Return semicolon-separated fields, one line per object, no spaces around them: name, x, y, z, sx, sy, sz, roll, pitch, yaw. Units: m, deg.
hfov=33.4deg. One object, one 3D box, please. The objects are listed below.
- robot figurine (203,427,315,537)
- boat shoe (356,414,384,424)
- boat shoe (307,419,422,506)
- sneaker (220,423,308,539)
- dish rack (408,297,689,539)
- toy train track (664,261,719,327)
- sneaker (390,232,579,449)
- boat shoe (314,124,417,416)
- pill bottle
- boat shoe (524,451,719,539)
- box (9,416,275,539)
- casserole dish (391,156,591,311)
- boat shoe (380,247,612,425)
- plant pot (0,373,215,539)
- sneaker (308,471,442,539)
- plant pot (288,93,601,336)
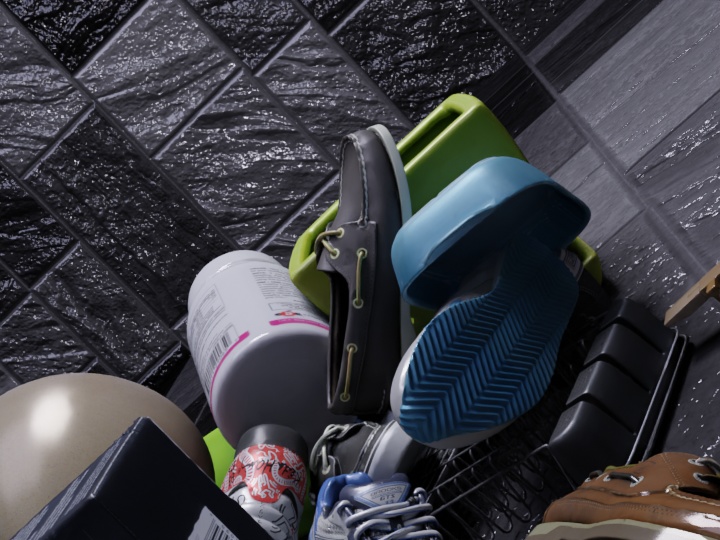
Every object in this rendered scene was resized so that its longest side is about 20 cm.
robot figurine;-0.090;0.183;1.027;0.200;0.116;0.175;-36;6;41
boat shoe;-0.008;0.123;1.098;0.069;0.084;0.200;-27;-14;-25
boat shoe;-0.006;0.140;0.820;0.071;0.064;0.200;-58;-5;-24
sneaker;-0.081;0.212;0.826;0.108;0.067;0.202;-81;4;-55
dish rack;0.098;0.105;0.732;0.200;0.055;0.153;-40;7;41
toy train track;0.239;-0.013;0.725;0.115;0.033;0.200;-48;0;25
sneaker;0.069;0.053;0.716;0.081;0.077;0.200;-48;-4;35
boat shoe;0.000;0.000;0.829;0.060;0.202;0.072;-5;1;-17
pill bottle;-0.076;0.060;0.954;0.113;0.113;0.200;-44;26;3
boat shoe;0.130;0.105;0.492;0.068;0.072;0.200;-48;9;-19
box;-0.137;0.233;0.702;0.197;0.200;0.124;-42;8;13
casserole dish;0.085;-0.024;0.798;0.121;0.039;0.200;-41;-19;14
boat shoe;0.097;0.069;0.855;0.200;0.066;0.070;-46;10;19
plant pot;-0.202;0.194;0.854;0.200;0.200;0.135;-42;23;12
sneaker;0.011;0.156;0.644;0.077;0.085;0.200;0;3;-20
plant pot;0.075;-0.012;0.978;0.200;0.181;0.199;-43;7;7
